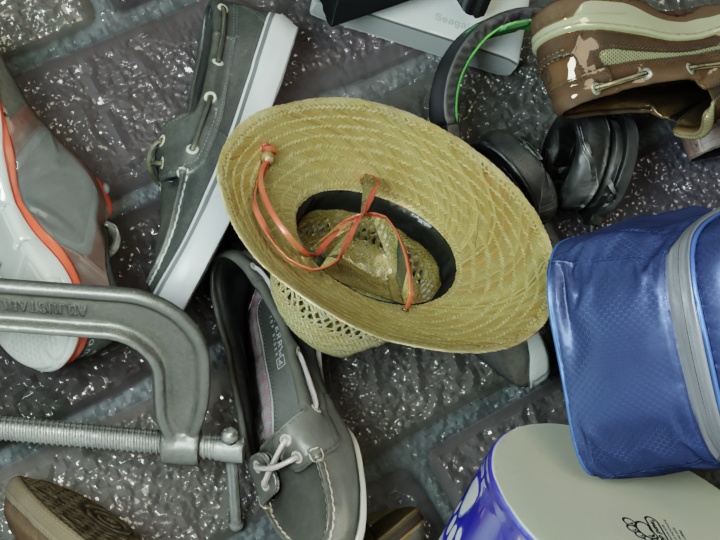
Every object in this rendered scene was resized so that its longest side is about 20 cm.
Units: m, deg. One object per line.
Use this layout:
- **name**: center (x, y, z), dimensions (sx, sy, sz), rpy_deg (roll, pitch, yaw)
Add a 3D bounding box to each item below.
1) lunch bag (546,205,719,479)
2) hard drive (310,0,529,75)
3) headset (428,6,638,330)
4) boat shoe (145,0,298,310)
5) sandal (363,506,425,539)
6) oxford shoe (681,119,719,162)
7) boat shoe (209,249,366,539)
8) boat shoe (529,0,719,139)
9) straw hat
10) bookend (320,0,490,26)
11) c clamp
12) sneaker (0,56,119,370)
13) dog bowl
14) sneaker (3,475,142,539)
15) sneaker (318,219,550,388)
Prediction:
- **lunch bag**: center (0.203, 0.031, 1.267), dimensions (0.200, 0.131, 0.137), rpy_deg (-18, 98, -59)
- **hard drive**: center (0.050, -0.231, 1.438), dimensions (0.131, 0.026, 0.202), rpy_deg (16, 67, -12)
- **headset**: center (0.115, -0.056, 1.359), dimensions (0.123, 0.094, 0.202), rpy_deg (-16, 93, -22)
- **boat shoe**: center (-0.090, -0.067, 1.315), dimensions (0.056, 0.069, 0.201), rpy_deg (22, 60, -7)
- **sandal**: center (-0.035, 0.191, 1.234), dimensions (0.200, 0.081, 0.055), rpy_deg (-33, 107, -40)
- **oxford shoe**: center (0.292, -0.087, 1.447), dimensions (0.198, 0.071, 0.073), rpy_deg (4, 74, -6)
- **boat shoe**: center (-0.046, 0.074, 1.252), dimensions (0.057, 0.067, 0.201), rpy_deg (21, 41, -36)
- **boat shoe**: center (0.193, -0.110, 1.356), dimensions (0.201, 0.075, 0.076), rpy_deg (0, 71, -20)
- **straw hat**: center (0.000, 0.000, 1.250), dimensions (0.200, 0.085, 0.202), rpy_deg (18, 39, -15)
- **bookend**: center (-0.044, -0.223, 1.346), dimensions (0.197, 0.092, 0.201), rpy_deg (-21, 74, -16)
- **c clamp**: center (-0.154, 0.071, 1.215), dimensions (0.198, 0.172, 0.027), rpy_deg (9, 44, 0)
- **sneaker**: center (-0.182, -0.041, 1.275), dimensions (0.082, 0.077, 0.201), rpy_deg (-10, 75, -47)
- **dog bowl**: center (0.140, 0.170, 1.234), dimensions (0.199, 0.079, 0.200), rpy_deg (22, 22, -9)
- **sneaker**: center (-0.134, 0.176, 1.176), dimensions (0.070, 0.200, 0.076), rpy_deg (24, 98, -45)
- **sneaker**: center (0.023, 0.005, 1.330), dimensions (0.082, 0.077, 0.200), rpy_deg (-43, 80, -11)
